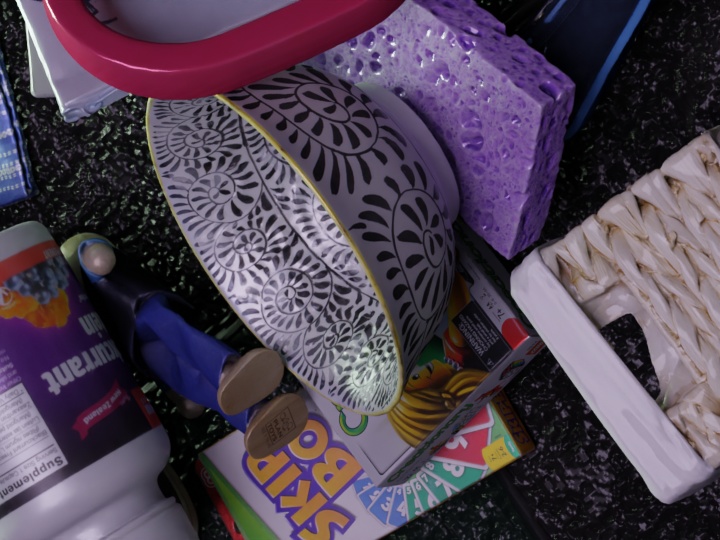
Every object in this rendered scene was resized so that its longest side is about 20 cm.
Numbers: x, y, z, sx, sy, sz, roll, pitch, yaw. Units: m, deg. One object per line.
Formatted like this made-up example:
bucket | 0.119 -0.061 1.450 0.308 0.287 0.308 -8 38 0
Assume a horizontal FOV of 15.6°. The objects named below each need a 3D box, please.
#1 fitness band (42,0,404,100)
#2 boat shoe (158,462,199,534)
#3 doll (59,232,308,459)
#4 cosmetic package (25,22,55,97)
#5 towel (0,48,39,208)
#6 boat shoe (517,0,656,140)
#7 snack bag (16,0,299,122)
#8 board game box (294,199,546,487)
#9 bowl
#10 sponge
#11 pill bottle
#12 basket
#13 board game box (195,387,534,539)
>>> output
fitness band | -0.060 -0.161 1.276 0.199 0.037 0.144 -25 68 -10
boat shoe | -0.182 0.104 1.535 0.201 0.066 0.072 44 115 13
doll | -0.111 0.036 1.464 0.200 0.048 0.137 34 159 42
cosmetic package | -0.129 -0.198 1.442 0.106 0.090 0.201 1 102 25
towel | -0.276 -0.123 1.565 0.144 0.024 0.201 -14 93 29
boat shoe | 0.122 -0.159 1.321 0.068 0.084 0.201 31 110 6
snack bag | -0.098 -0.190 1.329 0.188 0.021 0.201 -25 67 -3
board game box | 0.000 0.000 1.423 0.126 0.035 0.200 -46 69 24
bowl | -0.011 -0.034 1.336 0.201 0.094 0.201 44 157 25
sponge | 0.024 -0.107 1.342 0.200 0.030 0.112 42 146 26
pill bottle | -0.174 0.084 1.447 0.111 0.111 0.201 -31 89 28
basket | 0.179 0.010 1.264 0.123 0.200 0.136 -39 81 22
board game box | -0.006 0.105 1.471 0.200 0.030 0.096 -33 83 30
